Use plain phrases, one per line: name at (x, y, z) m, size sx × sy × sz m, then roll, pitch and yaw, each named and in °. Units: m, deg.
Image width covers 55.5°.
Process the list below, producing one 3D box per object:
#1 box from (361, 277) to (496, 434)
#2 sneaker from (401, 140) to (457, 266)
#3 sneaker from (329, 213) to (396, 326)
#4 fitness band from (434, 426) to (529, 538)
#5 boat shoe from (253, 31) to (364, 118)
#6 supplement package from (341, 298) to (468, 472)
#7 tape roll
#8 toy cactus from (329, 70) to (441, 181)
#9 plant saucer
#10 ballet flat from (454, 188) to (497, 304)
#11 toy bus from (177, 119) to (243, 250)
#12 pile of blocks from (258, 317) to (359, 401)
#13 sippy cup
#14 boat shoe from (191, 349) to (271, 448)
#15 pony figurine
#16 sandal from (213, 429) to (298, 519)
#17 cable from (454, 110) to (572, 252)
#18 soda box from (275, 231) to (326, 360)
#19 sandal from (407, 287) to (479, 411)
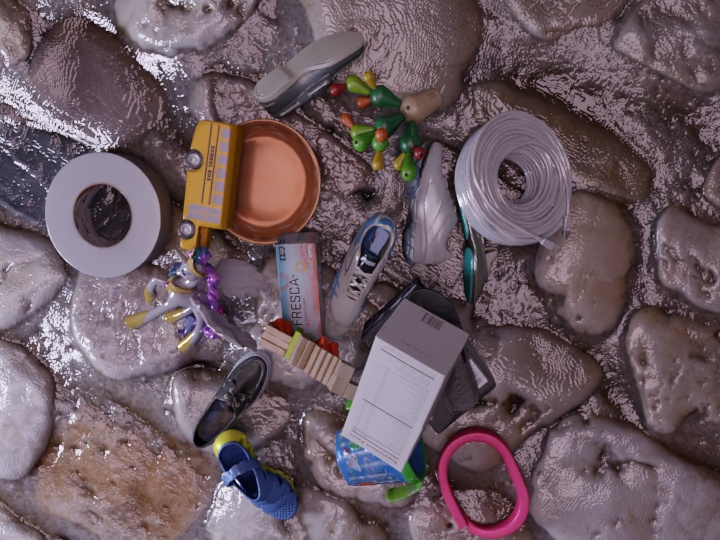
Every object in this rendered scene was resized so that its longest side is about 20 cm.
box at (0.110, 0.134, 1.125) m, size 0.131 × 0.115 × 0.201 m, roll -39°, pitch 95°, yaw 6°
sneaker at (0.117, -0.108, 1.121) m, size 0.085 × 0.074 × 0.206 m, roll 1°, pitch 101°, yaw -14°
sneaker at (0.000, 0.000, 1.133) m, size 0.070 × 0.073 × 0.204 m, roll 23°, pitch 100°, yaw -2°
fitness band at (0.212, 0.373, 1.192) m, size 0.141 × 0.037 × 0.204 m, roll -25°, pitch 97°, yaw 6°
boat shoe at (-0.076, -0.316, 1.108) m, size 0.197 × 0.074 × 0.062 m, roll -31°, pitch 139°, yaw 0°
supplement package at (0.062, 0.168, 0.997) m, size 0.112 × 0.110 × 0.203 m, roll 28°, pitch 126°, yaw 13°
tape roll at (-0.418, -0.094, 1.146) m, size 0.194 × 0.066 × 0.207 m, roll 0°, pitch 98°, yaw 2°
toy cactus at (0.054, -0.246, 1.081) m, size 0.163 × 0.103 × 0.202 m, roll -30°, pitch 67°, yaw -13°
plant saucer at (-0.160, -0.147, 1.138) m, size 0.194 × 0.037 × 0.206 m, roll 1°, pitch 99°, yaw 4°
ballet flat at (0.196, -0.047, 1.119) m, size 0.062 × 0.067 × 0.206 m, roll -7°, pitch 98°, yaw -3°
toy bus at (-0.239, -0.133, 1.095) m, size 0.076 × 0.065 × 0.206 m, roll 8°, pitch 98°, yaw 1°
pile of blocks at (-0.070, 0.126, 1.074) m, size 0.197 × 0.082 × 0.063 m, roll 29°, pitch 94°, yaw 21°
sippy cup at (0.030, 0.299, 1.151) m, size 0.127 × 0.139 × 0.183 m, roll -18°, pitch 73°, yaw 16°
boat shoe at (-0.223, 0.228, 1.185) m, size 0.068 × 0.057 × 0.202 m, roll 37°, pitch 99°, yaw -2°
pony figurine at (-0.258, 0.053, 1.114) m, size 0.191 × 0.169 × 0.199 m, roll 31°, pitch 128°, yaw -30°
sandal at (-0.180, 0.369, 1.176) m, size 0.079 × 0.087 × 0.200 m, roll -40°, pitch 113°, yaw 6°
cable at (0.242, -0.141, 1.072) m, size 0.195 × 0.069 × 0.206 m, roll 13°, pitch 82°, yaw -18°
soda box at (-0.096, 0.043, 1.131) m, size 0.066 × 0.064 × 0.206 m, roll -2°, pitch 109°, yaw 3°
sandal at (0.131, 0.120, 1.039) m, size 0.074 × 0.048 × 0.204 m, roll -24°, pitch 96°, yaw 6°
